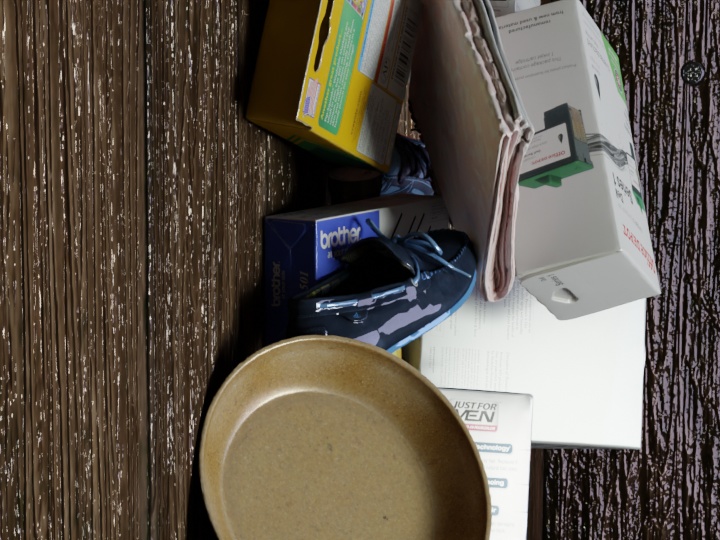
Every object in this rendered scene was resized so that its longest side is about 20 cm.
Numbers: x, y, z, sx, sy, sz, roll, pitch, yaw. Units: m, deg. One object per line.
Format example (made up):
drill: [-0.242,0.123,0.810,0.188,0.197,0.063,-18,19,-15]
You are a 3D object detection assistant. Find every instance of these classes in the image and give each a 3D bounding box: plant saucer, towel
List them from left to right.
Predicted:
plant saucer: [-0.014,0.138,1.385,0.035,0.200,0.201,-45,-149,53]
towel: [0.077,-0.110,1.576,0.191,0.032,0.201,95,-17,-53]

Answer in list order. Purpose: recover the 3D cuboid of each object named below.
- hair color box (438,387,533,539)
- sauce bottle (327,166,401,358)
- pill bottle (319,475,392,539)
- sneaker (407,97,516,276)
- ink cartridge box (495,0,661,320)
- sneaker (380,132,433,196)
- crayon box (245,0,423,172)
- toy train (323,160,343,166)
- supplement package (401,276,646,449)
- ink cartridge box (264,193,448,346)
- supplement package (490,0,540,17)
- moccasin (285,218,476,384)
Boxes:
hair color box: [0.066,0.187,1.635,0.060,0.100,0.201,173,-78,-67]
sauce bottle: [0.000,0.021,1.698,0.066,0.066,0.201,-64,155,-68]
pill bottle: [-0.017,0.157,1.478,0.200,0.112,0.113,-73,162,-49]
sneaker: [0.094,-0.082,1.717,0.081,0.074,0.200,45,23,-48]
ink cartridge box: [0.156,-0.079,1.657,0.146,0.084,0.201,34,45,-67]
sneaker: [0.038,-0.090,1.812,0.200,0.095,0.080,36,56,-78]
crayon box: [-0.020,-0.146,1.497,0.200,0.051,0.126,23,79,-71]
toy train: [-0.023,-0.155,1.626,0.200,0.034,0.046,80,13,-50]
supplement package: [0.109,0.067,1.816,0.151,0.199,0.152,168,-74,-67]
ink cartridge box: [0.000,0.000,1.586,0.200,0.044,0.094,-12,105,-60]
supplement package: [0.068,-0.263,1.801,0.191,0.146,0.201,22,70,-79]
moccasin: [0.020,0.008,1.496,0.200,0.080,0.068,-41,124,-53]
